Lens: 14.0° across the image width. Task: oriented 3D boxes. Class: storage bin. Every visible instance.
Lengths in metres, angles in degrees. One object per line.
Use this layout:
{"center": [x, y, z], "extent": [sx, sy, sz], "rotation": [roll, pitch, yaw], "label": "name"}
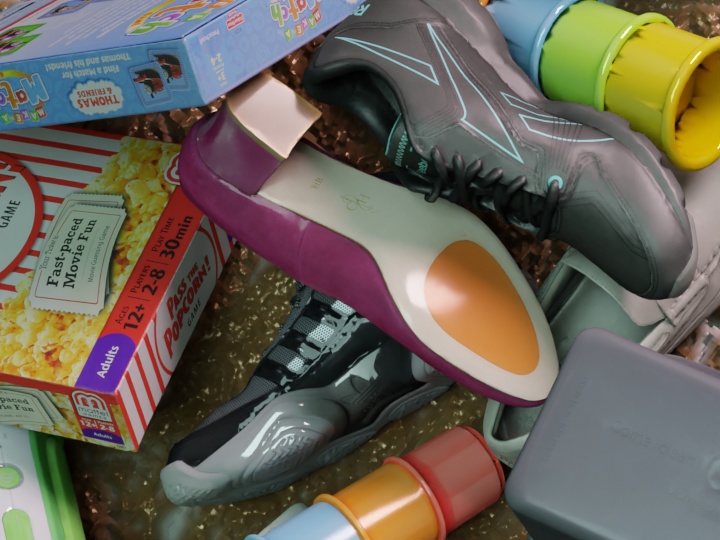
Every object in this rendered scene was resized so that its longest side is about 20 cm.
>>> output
{"center": [0.150, 0.110, 1.193], "extent": [0.199, 0.134, 0.146], "rotation": [24, 82, 24], "label": "storage bin"}

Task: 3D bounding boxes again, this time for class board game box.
{"center": [-0.172, -0.001, 1.400], "extent": [0.199, 0.046, 0.152], "rotation": [9, 52, 20], "label": "board game box"}
{"center": [-0.105, -0.108, 1.344], "extent": [0.199, 0.151, 0.037], "rotation": [-5, 111, 39], "label": "board game box"}

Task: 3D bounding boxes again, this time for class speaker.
{"center": [-0.165, 0.142, 1.366], "extent": [0.088, 0.088, 0.201], "rotation": [-31, 49, 14], "label": "speaker"}

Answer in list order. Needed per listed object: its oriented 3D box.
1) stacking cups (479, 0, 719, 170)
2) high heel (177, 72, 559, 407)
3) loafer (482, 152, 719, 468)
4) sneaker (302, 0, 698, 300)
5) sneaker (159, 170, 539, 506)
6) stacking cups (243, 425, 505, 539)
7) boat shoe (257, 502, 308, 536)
{"center": [0.079, -0.106, 1.320], "extent": [0.199, 0.060, 0.061], "rotation": [26, 93, 35], "label": "stacking cups"}
{"center": [0.000, 0.000, 1.312], "extent": [0.200, 0.096, 0.067], "rotation": [38, 60, 0], "label": "high heel"}
{"center": [0.123, 0.006, 1.318], "extent": [0.070, 0.070, 0.201], "rotation": [34, 96, 20], "label": "loafer"}
{"center": [0.060, -0.047, 1.268], "extent": [0.079, 0.076, 0.200], "rotation": [-34, 63, -30], "label": "sneaker"}
{"center": [-0.022, 0.023, 1.370], "extent": [0.199, 0.075, 0.114], "rotation": [-32, 74, 8], "label": "sneaker"}
{"center": [-0.021, 0.132, 1.312], "extent": [0.199, 0.061, 0.061], "rotation": [-31, 72, -21], "label": "stacking cups"}
{"center": [-0.087, 0.187, 1.378], "extent": [0.200, 0.072, 0.066], "rotation": [-41, 69, 11], "label": "boat shoe"}
